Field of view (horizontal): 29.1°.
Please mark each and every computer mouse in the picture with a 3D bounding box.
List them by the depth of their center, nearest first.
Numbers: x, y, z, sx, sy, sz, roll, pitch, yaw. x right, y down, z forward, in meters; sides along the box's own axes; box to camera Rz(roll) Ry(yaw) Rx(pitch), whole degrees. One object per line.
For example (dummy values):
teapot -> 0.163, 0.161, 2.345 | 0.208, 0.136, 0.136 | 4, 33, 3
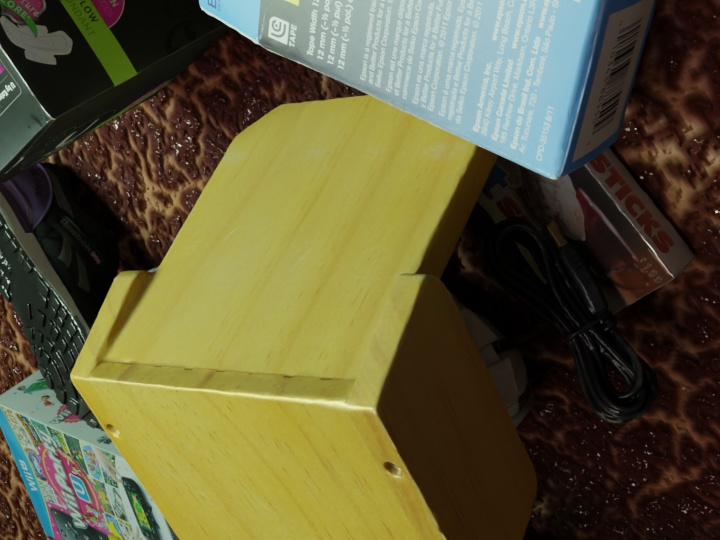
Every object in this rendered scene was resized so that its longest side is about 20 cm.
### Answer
computer mouse -> 0.041, 0.057, 0.692 | 0.200, 0.044, 0.110 | -32, 90, 35

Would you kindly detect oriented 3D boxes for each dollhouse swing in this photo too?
dollhouse swing -> -0.003, 0.037, 0.674 | 0.200, 0.176, 0.182 | 0, 128, 42

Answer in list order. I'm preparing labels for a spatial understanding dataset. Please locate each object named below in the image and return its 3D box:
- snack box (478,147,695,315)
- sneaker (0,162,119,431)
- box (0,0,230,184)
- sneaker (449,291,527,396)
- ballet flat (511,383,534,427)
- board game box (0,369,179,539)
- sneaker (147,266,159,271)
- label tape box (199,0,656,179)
snack box -> 0.071, -0.065, 0.664 | 0.200, 0.024, 0.072 | 52, 143, 1
sneaker -> -0.190, 0.010, 0.951 | 0.200, 0.087, 0.076 | 59, 140, 8
box -> -0.191, -0.171, 0.753 | 0.200, 0.148, 0.124 | 55, 143, -5
sneaker -> 0.000, 0.000, 0.756 | 0.200, 0.074, 0.116 | 24, 138, 35
ballet flat -> 0.027, 0.107, 0.807 | 0.200, 0.067, 0.064 | -16, 112, 38
board game box -> -0.195, 0.172, 1.118 | 0.200, 0.064, 0.148 | 14, 129, 41
sneaker -> -0.110, 0.042, 0.868 | 0.200, 0.075, 0.114 | 124, 132, -62
label tape box -> 0.028, -0.146, 0.586 | 0.200, 0.066, 0.144 | 29, 127, 27
